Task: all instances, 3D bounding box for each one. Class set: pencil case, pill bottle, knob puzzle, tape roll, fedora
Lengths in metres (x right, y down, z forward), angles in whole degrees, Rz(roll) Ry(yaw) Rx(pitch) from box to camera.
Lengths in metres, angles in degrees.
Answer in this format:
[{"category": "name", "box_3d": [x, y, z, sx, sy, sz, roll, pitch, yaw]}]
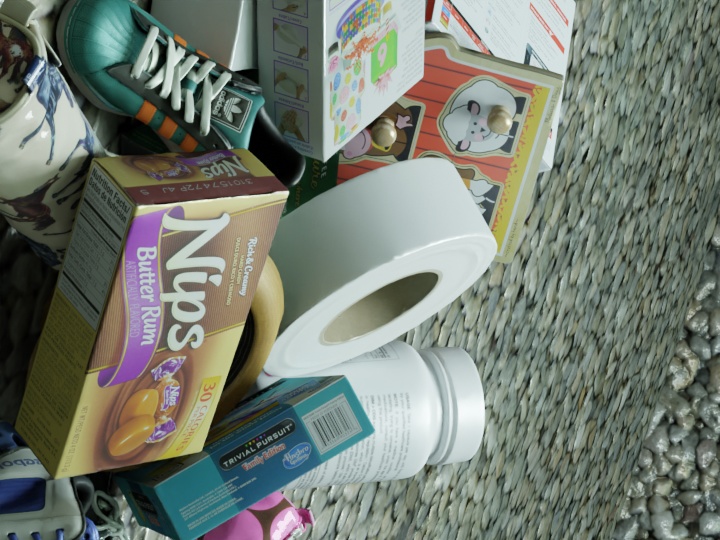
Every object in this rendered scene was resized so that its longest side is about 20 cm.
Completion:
[{"category": "pencil case", "box_3d": [-0.118, 0.263, 1.596, 0.201, 0.093, 0.091, -61, 157, -26]}, {"category": "pencil case", "box_3d": [-0.188, -0.074, 1.158, 0.089, 0.078, 0.200, -42, 153, -8]}, {"category": "pill bottle", "box_3d": [-0.008, 0.115, 1.592, 0.198, 0.113, 0.114, -3, 117, -22]}, {"category": "knob puzzle", "box_3d": [0.041, -0.093, 1.532, 0.031, 0.218, 0.221, -80, 173, -54]}, {"category": "tape roll", "box_3d": [0.000, 0.000, 1.472, 0.201, 0.071, 0.203, -27, 164, -9]}, {"category": "fedora", "box_3d": [-0.147, 0.039, 1.314, 0.200, 0.082, 0.202, -25, 137, -26]}]

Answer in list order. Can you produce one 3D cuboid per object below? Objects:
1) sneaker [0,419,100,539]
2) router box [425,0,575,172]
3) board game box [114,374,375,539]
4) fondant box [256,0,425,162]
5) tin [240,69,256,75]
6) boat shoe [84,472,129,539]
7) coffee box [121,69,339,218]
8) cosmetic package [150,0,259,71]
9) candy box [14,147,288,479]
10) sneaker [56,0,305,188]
[{"category": "sneaker", "box_3d": [-0.226, 0.171, 1.211, 0.199, 0.114, 0.081, -47, 147, -49]}, {"category": "router box", "box_3d": [0.101, -0.204, 1.603, 0.200, 0.049, 0.181, 46, 44, -41]}, {"category": "board game box", "box_3d": [-0.087, 0.130, 1.394, 0.150, 0.047, 0.200, -29, -176, -15]}, {"category": "fondant box", "box_3d": [-0.011, -0.196, 1.335, 0.144, 0.058, 0.201, -44, 142, -47]}, {"category": "tin", "box_3d": [-0.050, -0.222, 1.460, 0.112, 0.042, 0.201, -43, 145, -47]}, {"category": "boat shoe", "box_3d": [-0.195, 0.176, 1.361, 0.201, 0.068, 0.074, -68, 159, -14]}, {"category": "coffee box", "box_3d": [-0.089, -0.073, 1.415, 0.200, 0.044, 0.124, -33, 138, -42]}, {"category": "cosmetic package", "box_3d": [-0.076, -0.241, 1.324, 0.101, 0.071, 0.202, -21, 125, -64]}, {"category": "candy box", "box_3d": [-0.128, 0.025, 1.204, 0.116, 0.056, 0.201, -6, 129, -41]}, {"category": "sneaker", "box_3d": [-0.108, -0.114, 1.267, 0.200, 0.079, 0.072, 39, 66, -44]}]
